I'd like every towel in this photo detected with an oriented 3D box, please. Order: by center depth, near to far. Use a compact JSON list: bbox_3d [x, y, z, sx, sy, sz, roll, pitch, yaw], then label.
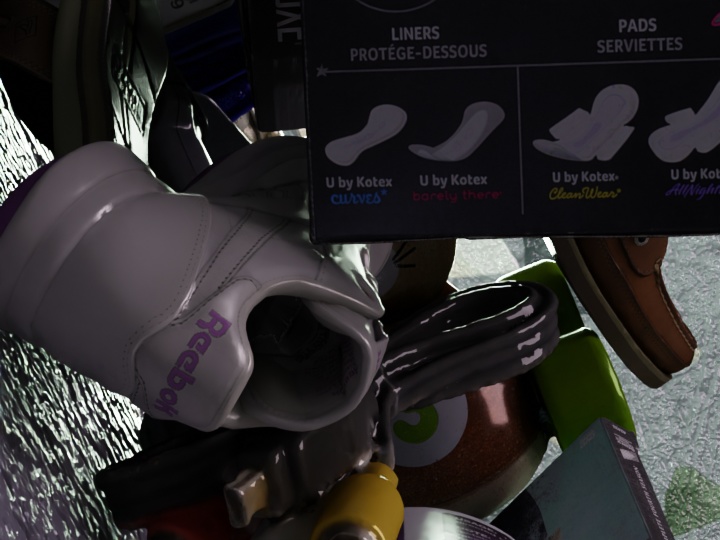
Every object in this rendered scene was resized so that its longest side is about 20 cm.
[{"bbox_3d":[-0.051,-0.110,0.975,0.050,0.148,0.200,63,1,-14],"label":"towel"}]

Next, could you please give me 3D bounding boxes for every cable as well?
[{"bbox_3d":[-0.006,0.055,0.638,0.200,0.097,0.050,-31,113,-59],"label":"cable"}]

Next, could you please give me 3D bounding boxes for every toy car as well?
[{"bbox_3d":[0.000,0.000,0.867,0.158,0.164,0.200,-108,176,-68],"label":"toy car"}]

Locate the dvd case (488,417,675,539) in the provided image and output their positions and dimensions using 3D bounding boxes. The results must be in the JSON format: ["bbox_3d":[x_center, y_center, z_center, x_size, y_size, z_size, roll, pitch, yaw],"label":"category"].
[{"bbox_3d":[0.067,0.158,0.755,0.022,0.146,0.200,35,20,-25],"label":"dvd case"}]

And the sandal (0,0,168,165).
[{"bbox_3d":[-0.102,-0.066,0.695,0.080,0.057,0.201,72,13,-52],"label":"sandal"}]

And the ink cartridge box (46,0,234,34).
[{"bbox_3d":[-0.126,-0.202,0.947,0.200,0.087,0.145,-109,175,-62],"label":"ink cartridge box"}]

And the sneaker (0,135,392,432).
[{"bbox_3d":[-0.029,0.012,0.605,0.100,0.075,0.200,35,18,17],"label":"sneaker"}]

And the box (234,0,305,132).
[{"bbox_3d":[-0.032,-0.171,0.799,0.200,0.050,0.158,-104,-171,-55],"label":"box"}]

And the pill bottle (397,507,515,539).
[{"bbox_3d":[0.020,0.142,0.665,0.200,0.112,0.113,-81,148,-85],"label":"pill bottle"}]

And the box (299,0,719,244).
[{"bbox_3d":[0.060,-0.084,0.625,0.200,0.132,0.115,-58,145,-74],"label":"box"}]

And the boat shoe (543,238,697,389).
[{"bbox_3d":[0.104,-0.028,0.851,0.200,0.068,0.072,53,6,-40],"label":"boat shoe"}]

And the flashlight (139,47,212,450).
[{"bbox_3d":[-0.066,0.002,0.742,0.068,0.068,0.200,69,-5,-48],"label":"flashlight"}]

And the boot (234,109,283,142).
[{"bbox_3d":[-0.049,-0.026,1.151,0.155,0.072,0.200,67,-6,-28],"label":"boot"}]
